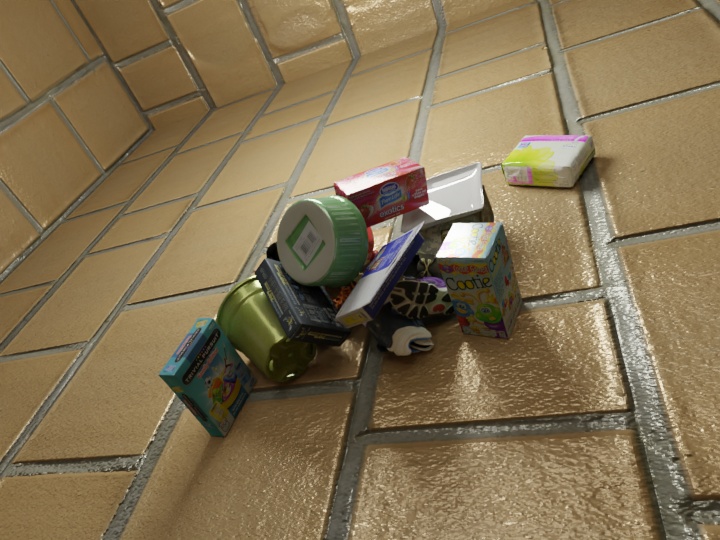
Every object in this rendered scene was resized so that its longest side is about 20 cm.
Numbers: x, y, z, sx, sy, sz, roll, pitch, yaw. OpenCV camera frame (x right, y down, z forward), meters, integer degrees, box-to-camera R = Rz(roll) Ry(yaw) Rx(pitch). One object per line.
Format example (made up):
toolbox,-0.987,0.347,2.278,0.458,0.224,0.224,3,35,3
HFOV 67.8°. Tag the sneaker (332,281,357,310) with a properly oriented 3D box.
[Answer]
sneaker,-0.044,0.063,1.245,0.198,0.113,0.078,-32,34,-8

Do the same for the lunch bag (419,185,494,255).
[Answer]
lunch bag,0.223,-0.088,1.264,0.161,0.118,0.202,-11,42,26

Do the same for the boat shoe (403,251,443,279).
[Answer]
boat shoe,0.135,-0.006,1.202,0.198,0.074,0.060,9,7,27

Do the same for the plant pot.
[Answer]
plant pot,-0.196,0.142,1.196,0.199,0.202,0.184,-36,46,-15

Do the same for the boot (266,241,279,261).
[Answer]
boot,-0.168,-0.067,1.453,0.066,0.166,0.199,43,57,11

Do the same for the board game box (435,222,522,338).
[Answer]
board game box,0.233,0.020,1.037,0.101,0.202,0.105,3,42,35

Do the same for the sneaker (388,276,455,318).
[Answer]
sneaker,0.130,0.050,1.114,0.197,0.082,0.083,7,20,-37

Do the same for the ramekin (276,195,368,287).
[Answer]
ramekin,-0.088,-0.061,1.150,0.197,0.205,0.097,3,5,36

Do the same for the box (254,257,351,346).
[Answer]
box,-0.125,0.069,1.160,0.051,0.156,0.201,-49,53,19

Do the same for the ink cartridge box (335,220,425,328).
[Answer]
ink cartridge box,0.046,0.014,1.047,0.199,0.047,0.199,-55,12,-22

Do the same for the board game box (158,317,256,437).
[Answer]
board game box,-0.314,0.226,1.132,0.046,0.202,0.152,-4,40,28

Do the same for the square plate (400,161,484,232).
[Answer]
square plate,0.194,-0.167,1.258,0.197,0.029,0.200,-16,36,22

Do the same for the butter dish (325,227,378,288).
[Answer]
butter dish,-0.021,-0.052,1.367,0.201,0.145,0.202,-102,34,-56

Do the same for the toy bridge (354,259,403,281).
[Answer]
toy bridge,0.000,0.000,1.196,0.197,0.028,0.067,17,32,26

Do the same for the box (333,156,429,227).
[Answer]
box,0.048,-0.178,1.237,0.197,0.097,0.100,-22,31,-13

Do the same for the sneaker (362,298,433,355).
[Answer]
sneaker,0.105,0.112,1.133,0.146,0.081,0.199,39,36,21

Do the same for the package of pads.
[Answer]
package of pads,0.482,-0.285,1.389,0.198,0.069,0.155,12,49,43
